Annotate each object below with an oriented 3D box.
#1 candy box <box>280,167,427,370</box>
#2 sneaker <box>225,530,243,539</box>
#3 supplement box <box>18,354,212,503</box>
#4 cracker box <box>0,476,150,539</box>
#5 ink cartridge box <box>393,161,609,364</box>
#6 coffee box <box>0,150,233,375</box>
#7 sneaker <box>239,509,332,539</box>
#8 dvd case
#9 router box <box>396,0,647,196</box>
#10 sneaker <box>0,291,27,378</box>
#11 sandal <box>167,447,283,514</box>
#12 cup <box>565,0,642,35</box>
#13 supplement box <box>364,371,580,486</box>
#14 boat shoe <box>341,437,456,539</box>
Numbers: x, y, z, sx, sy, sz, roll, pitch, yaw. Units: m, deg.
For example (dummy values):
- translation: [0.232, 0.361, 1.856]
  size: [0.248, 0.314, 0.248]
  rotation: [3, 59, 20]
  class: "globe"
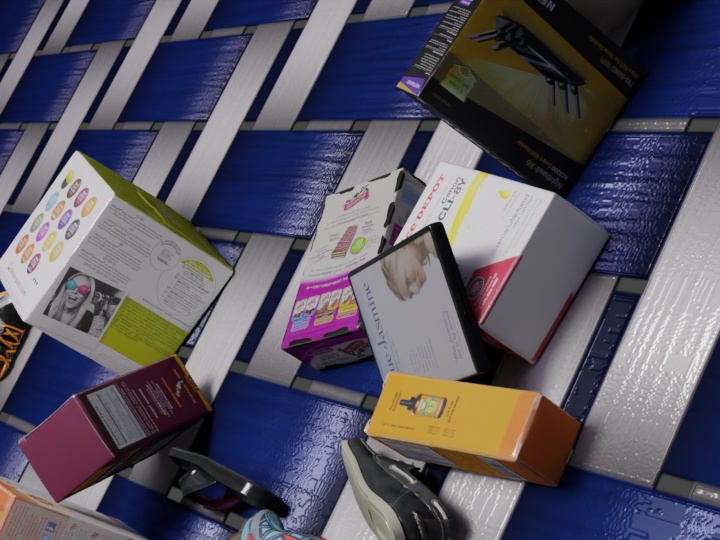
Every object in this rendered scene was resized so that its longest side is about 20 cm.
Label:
- translation: [0.000, 0.000, 1.678]
  size: [0.136, 0.061, 0.200]
  rotation: [-16, 50, 48]
  class: "candy box"
- translation: [-0.167, 0.334, 1.597]
  size: [0.200, 0.070, 0.076]
  rotation: [-52, 30, 7]
  class: "sneaker"
- translation: [-0.278, 0.178, 1.776]
  size: [0.110, 0.086, 0.200]
  rotation: [-38, -8, 29]
  class: "supplement box"
- translation: [-0.337, 0.294, 1.745]
  size: [0.134, 0.200, 0.058]
  rotation: [12, 77, 58]
  class: "cracker box"
- translation: [0.121, -0.013, 1.495]
  size: [0.145, 0.083, 0.200]
  rotation: [-60, 31, -4]
  class: "ink cartridge box"
- translation: [-0.320, -0.003, 1.996]
  size: [0.198, 0.200, 0.200]
  rotation: [-54, 31, 3]
  class: "coffee box"
- translation: [-0.044, 0.289, 1.477]
  size: [0.096, 0.079, 0.200]
  rotation: [-43, 41, 4]
  class: "sneaker"
- translation: [0.052, 0.045, 1.474]
  size: [0.200, 0.018, 0.143]
  rotation: [-31, 76, 64]
  class: "dvd case"
- translation: [0.157, -0.185, 1.489]
  size: [0.157, 0.200, 0.052]
  rotation: [-57, 30, 2]
  class: "router box"
- translation: [-0.554, 0.118, 2.350]
  size: [0.200, 0.078, 0.077]
  rotation: [-56, 44, 8]
  class: "sneaker"
- translation: [-0.160, 0.234, 1.672]
  size: [0.200, 0.075, 0.048]
  rotation: [11, 67, 57]
  class: "sandal"
- translation: [0.209, -0.308, 1.570]
  size: [0.200, 0.200, 0.143]
  rotation: [-112, 34, -54]
  class: "cup"
- translation: [0.097, 0.141, 1.390]
  size: [0.200, 0.069, 0.067]
  rotation: [6, 67, 48]
  class: "supplement box"
- translation: [0.031, 0.210, 1.456]
  size: [0.068, 0.072, 0.200]
  rotation: [-20, 21, -12]
  class: "boat shoe"
